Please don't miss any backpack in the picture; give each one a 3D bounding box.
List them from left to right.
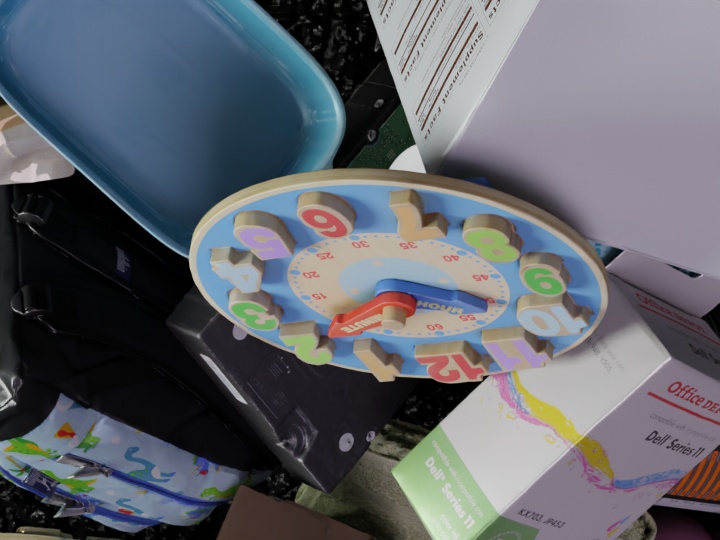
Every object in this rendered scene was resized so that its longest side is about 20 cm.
[{"bbox_3d":[-0.132,0.059,1.161,0.199,0.164,0.154,17,130,-31],"label":"backpack"}]

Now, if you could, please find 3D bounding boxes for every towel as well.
[{"bbox_3d":[0.064,0.144,1.262,0.199,0.037,0.149,19,154,-2],"label":"towel"}]

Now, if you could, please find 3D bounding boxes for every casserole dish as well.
[{"bbox_3d":[-0.100,-0.093,1.068,0.200,0.039,0.121,42,83,-11],"label":"casserole dish"}]

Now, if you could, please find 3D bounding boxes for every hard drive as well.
[{"bbox_3d":[0.000,0.000,1.141,0.200,0.038,0.140,-51,129,-17],"label":"hard drive"}]

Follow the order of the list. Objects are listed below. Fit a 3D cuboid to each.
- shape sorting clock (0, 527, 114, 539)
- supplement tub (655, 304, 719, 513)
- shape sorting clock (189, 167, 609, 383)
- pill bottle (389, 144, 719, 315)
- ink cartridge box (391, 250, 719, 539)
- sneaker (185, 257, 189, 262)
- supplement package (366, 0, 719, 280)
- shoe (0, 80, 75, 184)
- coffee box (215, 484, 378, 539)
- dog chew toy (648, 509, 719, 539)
[{"bbox_3d":[-0.177,0.187,1.261,0.199,0.039,0.200,5,160,2],"label":"shape sorting clock"},{"bbox_3d":[0.205,0.081,1.259,0.199,0.123,0.123,10,124,-19],"label":"supplement tub"},{"bbox_3d":[0.018,0.008,1.010,0.199,0.039,0.200,4,156,2],"label":"shape sorting clock"},{"bbox_3d":[0.105,-0.026,1.125,0.199,0.111,0.111,1,130,-41],"label":"pill bottle"},{"bbox_3d":[0.128,0.073,1.108,0.200,0.067,0.117,-46,145,17],"label":"ink cartridge box"},{"bbox_3d":[-0.048,-0.009,1.174,0.077,0.078,0.200,-41,129,3],"label":"sneaker"},{"bbox_3d":[0.125,-0.127,1.034,0.190,0.200,0.147,16,122,-24],"label":"supplement package"},{"bbox_3d":[-0.241,-0.055,1.091,0.199,0.070,0.054,-12,120,-6],"label":"shoe"},{"bbox_3d":[-0.036,0.196,1.212,0.079,0.115,0.200,21,170,12],"label":"coffee box"},{"bbox_3d":[0.232,0.227,1.383,0.124,0.125,0.200,-41,117,19],"label":"dog chew toy"}]
